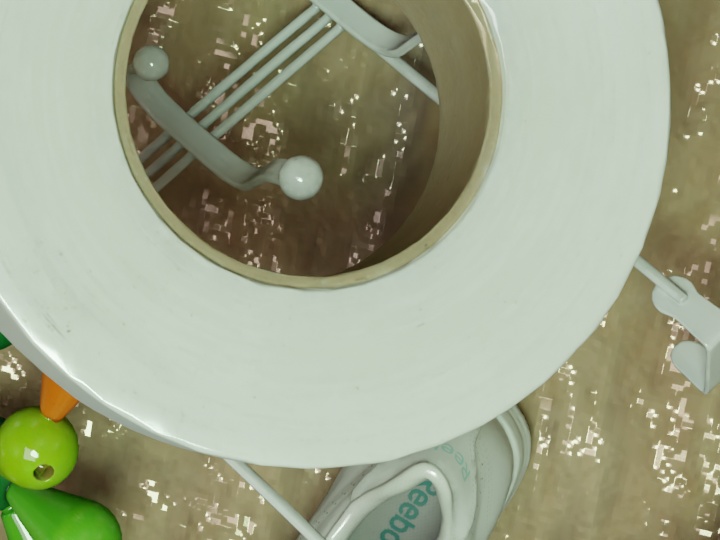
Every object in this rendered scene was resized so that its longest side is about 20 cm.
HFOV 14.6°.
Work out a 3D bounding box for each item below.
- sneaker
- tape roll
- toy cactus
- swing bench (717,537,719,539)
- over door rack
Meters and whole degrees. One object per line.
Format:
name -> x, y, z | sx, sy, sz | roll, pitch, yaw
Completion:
sneaker -> -0.011, 0.128, 0.920 | 0.075, 0.088, 0.200 | 24, 110, 5
tape roll -> -0.019, -0.047, 0.772 | 0.202, 0.071, 0.203 | 0, 88, -10
toy cactus -> -0.137, 0.049, 0.941 | 0.165, 0.102, 0.200 | 29, 114, 25
swing bench -> 0.154, 0.187, 0.810 | 0.200, 0.199, 0.130 | 14, 147, 50
over door rack -> 0.000, 0.000, 0.843 | 0.148, 0.067, 0.200 | -42, 79, -15
